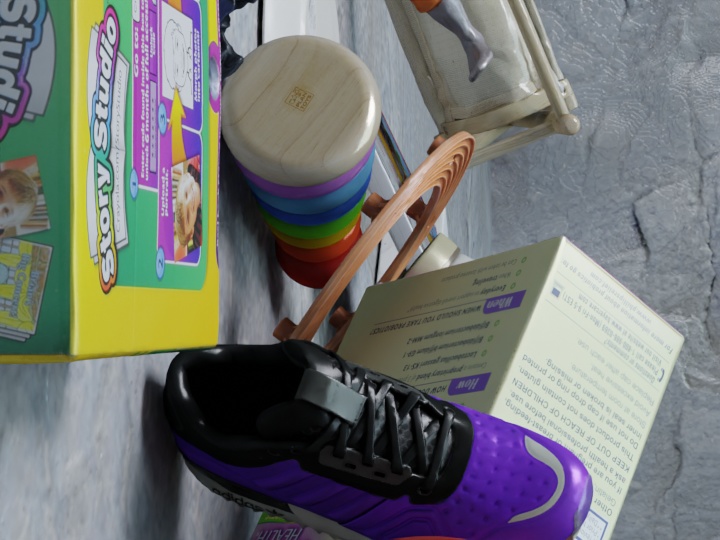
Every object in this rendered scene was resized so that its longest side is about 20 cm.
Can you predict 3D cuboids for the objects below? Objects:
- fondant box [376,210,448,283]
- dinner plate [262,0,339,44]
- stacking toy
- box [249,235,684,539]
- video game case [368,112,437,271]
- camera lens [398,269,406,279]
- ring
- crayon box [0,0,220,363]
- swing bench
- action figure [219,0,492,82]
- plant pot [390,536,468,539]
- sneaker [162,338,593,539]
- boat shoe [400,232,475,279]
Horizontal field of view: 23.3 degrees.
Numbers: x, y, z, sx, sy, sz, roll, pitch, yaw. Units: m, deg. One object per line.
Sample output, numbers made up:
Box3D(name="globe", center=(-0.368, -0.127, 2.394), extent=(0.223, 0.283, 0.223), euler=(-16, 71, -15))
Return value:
Box3D(name="fondant box", center=(0.053, 0.060, 1.575), extent=(0.201, 0.058, 0.145), euler=(79, 14, -47))
Box3D(name="dinner plate", center=(-0.034, -0.132, 1.106), extent=(0.200, 0.024, 0.202), euler=(-1, 90, -81))
Box3D(name="stacking toy", center=(-0.027, -0.049, 0.984), extent=(0.200, 0.085, 0.086), euler=(83, 10, -67))
Box3D(name="box", center=(0.048, 0.102, 0.902), extent=(0.097, 0.176, 0.201), euler=(38, 62, -23))
Box3D(name="video game case", center=(0.023, -0.062, 1.247), extent=(0.200, 0.017, 0.144), euler=(-88, 153, -74))
Box3D(name="camera lens", center=(0.094, 0.090, 1.306), extent=(0.160, 0.199, 0.161), euler=(16, 90, -85))
Box3D(name="ring", center=(0.000, 0.000, 1.001), extent=(0.201, 0.019, 0.200), euler=(-52, 172, -10))
Box3D(name="crayon box", center=(-0.093, -0.072, 0.576), extent=(0.173, 0.058, 0.201), euler=(10, 79, -80))
Box3D(name="swing bench", center=(0.068, -0.183, 1.258), extent=(0.200, 0.129, 0.200), euler=(-57, 126, -73))
Box3D(name="action figure", center=(-0.012, -0.165, 0.791), extent=(0.201, 0.193, 0.105), euler=(-59, 180, 27))
Box3D(name="plant pot", center=(0.009, 0.203, 0.677), extent=(0.182, 0.199, 0.202), euler=(-19, 109, -69))
Box3D(name="sneaker", center=(0.000, 0.075, 0.758), extent=(0.100, 0.199, 0.070), euler=(71, 34, -56))
Box3D(name="boat shoe", center=(0.025, 0.060, 1.083), extent=(0.075, 0.068, 0.200), euler=(-50, 178, -39))
